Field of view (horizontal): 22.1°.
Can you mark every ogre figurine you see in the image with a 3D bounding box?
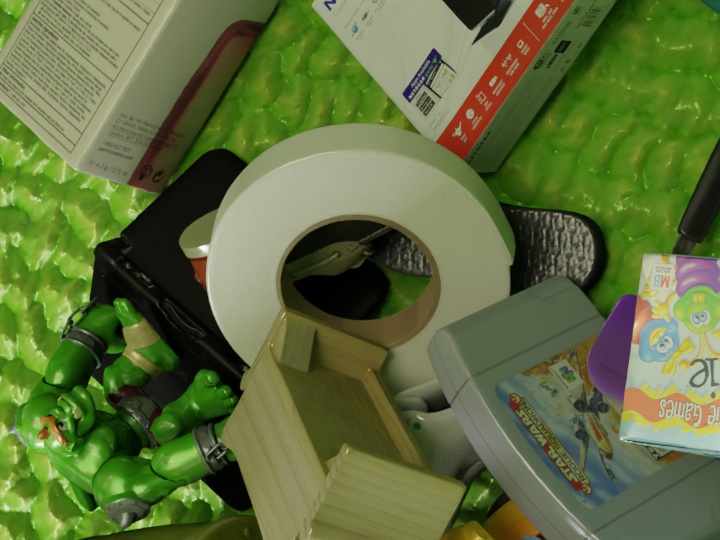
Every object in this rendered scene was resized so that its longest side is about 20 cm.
[{"bbox_3d":[-0.161,0.103,1.266,0.200,0.098,0.120,39,73,21],"label":"ogre figurine"}]

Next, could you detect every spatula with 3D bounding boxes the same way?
[{"bbox_3d":[0.200,-0.008,1.147,0.056,0.021,0.201,28,73,-4],"label":"spatula"}]

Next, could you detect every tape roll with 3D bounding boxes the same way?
[{"bbox_3d":[0.000,0.000,1.196,0.202,0.203,0.037,-33,25,23],"label":"tape roll"}]

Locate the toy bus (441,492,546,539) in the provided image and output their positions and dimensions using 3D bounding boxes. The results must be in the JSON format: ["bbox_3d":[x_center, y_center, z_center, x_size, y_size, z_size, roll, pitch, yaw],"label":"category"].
[{"bbox_3d":[0.073,0.210,1.121,0.200,0.192,0.136,-43,62,17],"label":"toy bus"}]

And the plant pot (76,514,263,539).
[{"bbox_3d":[-0.121,0.247,1.198,0.192,0.199,0.202,-31,66,42],"label":"plant pot"}]

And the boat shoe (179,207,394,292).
[{"bbox_3d":[-0.026,-0.026,1.248,0.199,0.071,0.063,-18,117,21],"label":"boat shoe"}]

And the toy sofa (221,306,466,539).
[{"bbox_3d":[-0.015,0.114,1.120,0.098,0.082,0.200,-63,23,15],"label":"toy sofa"}]

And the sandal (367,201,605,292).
[{"bbox_3d":[0.073,-0.025,1.252,0.199,0.043,0.077,20,100,25],"label":"sandal"}]

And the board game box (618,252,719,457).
[{"bbox_3d":[0.236,0.058,1.040,0.104,0.200,0.104,6,85,31],"label":"board game box"}]

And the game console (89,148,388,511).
[{"bbox_3d":[-0.096,0.042,1.353,0.200,0.116,0.177,38,132,31],"label":"game console"}]

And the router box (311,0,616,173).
[{"bbox_3d":[0.077,-0.199,1.242,0.180,0.049,0.201,50,122,27],"label":"router box"}]

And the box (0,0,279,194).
[{"bbox_3d":[-0.167,-0.179,1.379,0.128,0.109,0.201,40,103,30],"label":"box"}]

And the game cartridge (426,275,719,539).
[{"bbox_3d":[0.136,0.100,1.126,0.200,0.133,0.042,52,134,19],"label":"game cartridge"}]

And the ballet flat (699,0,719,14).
[{"bbox_3d":[0.207,-0.242,1.188,0.067,0.068,0.200,-28,61,-19],"label":"ballet flat"}]

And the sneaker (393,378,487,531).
[{"bbox_3d":[0.036,0.122,1.208,0.200,0.088,0.075,-48,35,10],"label":"sneaker"}]
